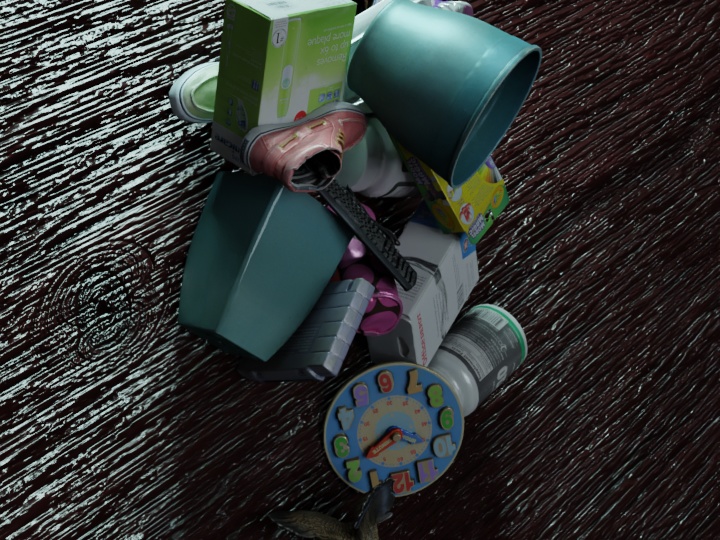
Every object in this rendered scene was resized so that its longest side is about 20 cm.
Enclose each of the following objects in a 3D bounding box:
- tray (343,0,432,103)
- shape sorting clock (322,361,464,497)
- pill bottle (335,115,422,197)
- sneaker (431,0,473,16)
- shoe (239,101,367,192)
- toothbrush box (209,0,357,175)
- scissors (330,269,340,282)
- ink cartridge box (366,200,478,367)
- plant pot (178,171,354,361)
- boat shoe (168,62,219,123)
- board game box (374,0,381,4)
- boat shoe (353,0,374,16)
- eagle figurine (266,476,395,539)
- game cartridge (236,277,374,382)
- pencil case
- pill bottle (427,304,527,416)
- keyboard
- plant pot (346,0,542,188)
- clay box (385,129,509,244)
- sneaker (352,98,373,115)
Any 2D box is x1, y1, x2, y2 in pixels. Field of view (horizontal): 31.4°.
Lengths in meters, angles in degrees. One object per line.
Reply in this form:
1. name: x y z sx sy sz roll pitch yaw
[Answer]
1. tray: 0.026 -0.291 1.679 0.199 0.022 0.108 -35 129 -20
2. shape sorting clock: 0.047 0.222 1.767 0.198 0.039 0.202 -4 111 -10
3. pill bottle: 0.045 -0.159 1.782 0.199 0.113 0.115 -2 91 -45
4. sneaker: 0.065 -0.340 1.771 0.199 0.088 0.081 -16 126 -46
5. shoe: -0.044 -0.144 1.538 0.199 0.091 0.072 -20 133 -43
6. toothbrush box: -0.095 -0.235 1.560 0.145 0.086 0.201 -20 132 -43
7. scissors: -0.019 0.034 1.786 0.200 0.014 0.074 34 67 -39
8. ink cartridge box: 0.085 0.027 1.802 0.201 0.083 0.146 -57 153 -32
9. plant pot: -0.130 0.001 1.592 0.141 0.141 0.201 34 72 -39
10. boat shoe: -0.152 -0.235 1.621 0.199 0.062 0.073 -25 107 -42
11. board game box: 0.005 -0.334 1.797 0.199 0.036 0.152 19 77 -44
12. boat shoe: -0.014 -0.367 1.704 0.072 0.072 0.201 34 68 -37
13. eagle figurine: -0.012 0.346 1.693 0.152 0.150 0.201 -45 127 -23
14. game cartridge: -0.071 0.078 1.604 0.038 0.199 0.130 32 67 -30
15. pencil case: 0.000 0.000 1.688 0.090 0.201 0.094 7 129 -18
16. pill bottle: 0.148 0.144 1.882 0.200 0.113 0.114 -37 115 -38
17. keyboard: 0.004 -0.063 1.623 0.200 0.021 0.127 49 13 -12
18. plant pot: 0.094 -0.237 1.594 0.200 0.187 0.200 -51 166 -18
19. clay box: 0.123 -0.142 1.745 0.115 0.047 0.201 -48 120 -34
20. sneaker: 0.045 -0.263 1.762 0.199 0.074 0.080 -17 108 -37
